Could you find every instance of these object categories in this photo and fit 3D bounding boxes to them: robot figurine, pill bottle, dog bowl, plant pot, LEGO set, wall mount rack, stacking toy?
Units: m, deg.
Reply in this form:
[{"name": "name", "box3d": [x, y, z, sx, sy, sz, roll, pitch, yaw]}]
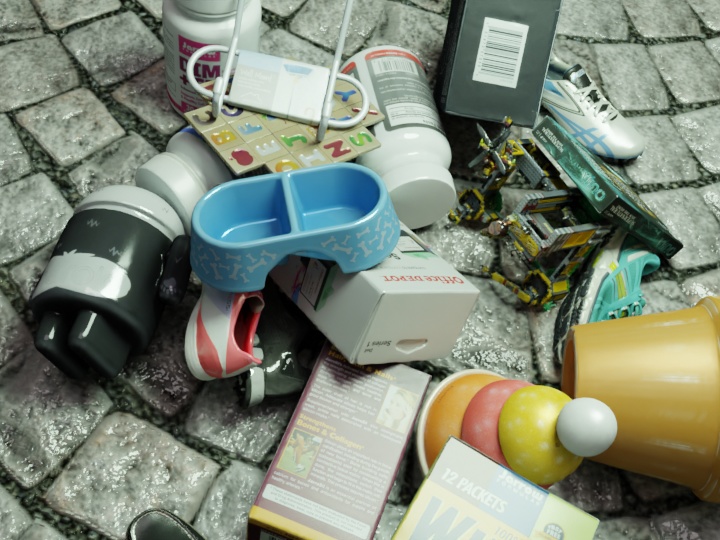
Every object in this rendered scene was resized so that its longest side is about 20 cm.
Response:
[{"name": "robot figurine", "box3d": [-0.250, 0.010, 0.942, 0.150, 0.125, 0.201, 19, 55, -8]}, {"name": "pill bottle", "box3d": [0.041, -0.155, 1.101, 0.115, 0.116, 0.201, -6, 58, -13]}, {"name": "pill bottle", "box3d": [-0.173, -0.276, 1.096, 0.113, 0.200, 0.114, 4, 56, -6]}, {"name": "dog bowl", "box3d": [-0.062, -0.045, 0.864, 0.199, 0.050, 0.112, -10, 45, -5]}, {"name": "pill bottle", "box3d": [-0.145, -0.125, 1.052, 0.114, 0.114, 0.200, 40, 59, 17]}, {"name": "plant pot", "box3d": [0.294, 0.122, 0.916, 0.182, 0.200, 0.201, 2, 55, 6]}, {"name": "LEGO set", "box3d": [0.165, -0.055, 1.027, 0.116, 0.154, 0.200, -10, 63, -41]}, {"name": "wall mount rack", "box3d": [-0.079, -0.233, 0.987, 0.199, 0.075, 0.174, 12, 72, -5]}, {"name": "stacking toy", "box3d": [0.153, 0.151, 0.845, 0.146, 0.200, 0.147, 7, 74, -25]}]

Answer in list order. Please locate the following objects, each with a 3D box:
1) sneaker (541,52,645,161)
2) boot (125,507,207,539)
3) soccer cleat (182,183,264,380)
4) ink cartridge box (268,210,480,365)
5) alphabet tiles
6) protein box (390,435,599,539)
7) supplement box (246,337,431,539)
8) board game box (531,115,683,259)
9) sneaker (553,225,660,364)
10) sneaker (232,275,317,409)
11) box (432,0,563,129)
[{"name": "sneaker", "box3d": [0.285, -0.215, 1.206, 0.072, 0.073, 0.200, -35, 69, -29]}, {"name": "boot", "box3d": [-0.131, 0.261, 0.772, 0.073, 0.151, 0.200, -27, 64, -24]}, {"name": "soccer cleat", "box3d": [-0.123, 0.007, 0.913, 0.073, 0.068, 0.201, -8, 65, 25]}, {"name": "ink cartridge box", "box3d": [0.000, 0.000, 0.948, 0.144, 0.084, 0.200, 1, 33, -44]}, {"name": "alphabet tiles", "box3d": [-0.078, -0.166, 1.010, 0.200, 0.006, 0.166, -26, 61, -32]}, {"name": "protein box", "box3d": [0.069, 0.281, 0.760, 0.135, 0.200, 0.199, 28, 57, 11]}, {"name": "supplement box", "box3d": [-0.019, 0.177, 0.885, 0.110, 0.086, 0.200, 21, 56, 5]}, {"name": "board game box", "box3d": [0.282, -0.090, 1.063, 0.200, 0.028, 0.135, 22, 29, -49]}, {"name": "sneaker", "box3d": [0.277, 0.031, 1.041, 0.080, 0.078, 0.200, 35, 58, 4]}, {"name": "sneaker", "box3d": [-0.093, 0.051, 0.976, 0.090, 0.067, 0.201, 1, 54, -19]}, {"name": "box", "box3d": [0.155, -0.254, 1.109, 0.107, 0.149, 0.200, 10, 12, -3]}]
